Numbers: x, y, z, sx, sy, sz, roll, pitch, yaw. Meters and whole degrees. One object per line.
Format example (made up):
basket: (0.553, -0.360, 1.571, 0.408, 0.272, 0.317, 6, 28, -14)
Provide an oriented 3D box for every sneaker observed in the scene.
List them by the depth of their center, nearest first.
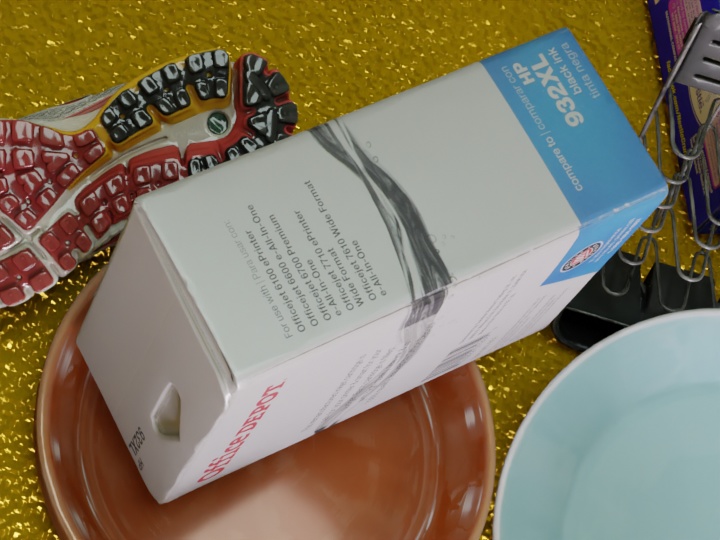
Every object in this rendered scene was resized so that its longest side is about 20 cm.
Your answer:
sneaker: (-0.125, -0.034, 0.840, 0.199, 0.082, 0.078, -18, 94, -9)

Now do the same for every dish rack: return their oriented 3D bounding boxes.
dish rack: (0.182, -0.025, 0.857, 0.153, 0.200, 0.055, 15, 50, -4)

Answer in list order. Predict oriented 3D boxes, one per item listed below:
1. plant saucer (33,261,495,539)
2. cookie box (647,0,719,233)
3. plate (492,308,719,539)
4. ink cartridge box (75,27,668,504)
plant saucer: (-0.040, 0.072, 0.840, 0.200, 0.032, 0.201, 7, 65, -16)
cookie box: (0.255, -0.108, 0.988, 0.199, 0.075, 0.172, 0, 68, -19)
plate: (0.156, 0.117, 0.863, 0.199, 0.026, 0.201, 0, 82, -3)
ink cartridge box: (0.000, 0.000, 0.784, 0.200, 0.145, 0.084, -24, 76, -25)
